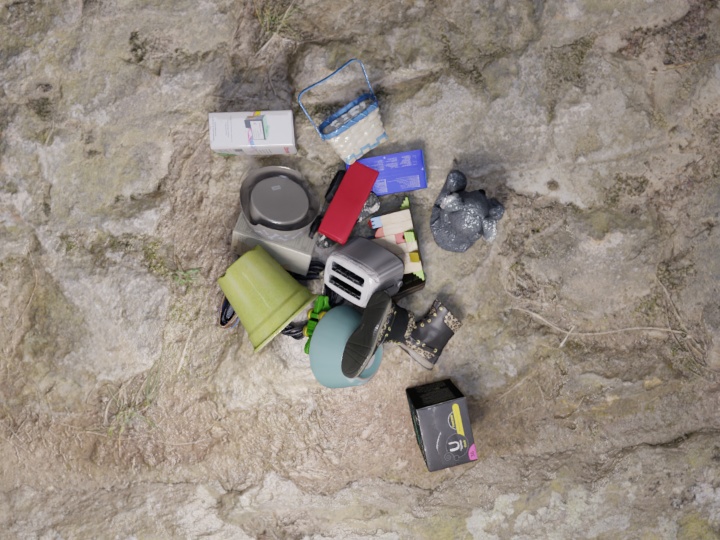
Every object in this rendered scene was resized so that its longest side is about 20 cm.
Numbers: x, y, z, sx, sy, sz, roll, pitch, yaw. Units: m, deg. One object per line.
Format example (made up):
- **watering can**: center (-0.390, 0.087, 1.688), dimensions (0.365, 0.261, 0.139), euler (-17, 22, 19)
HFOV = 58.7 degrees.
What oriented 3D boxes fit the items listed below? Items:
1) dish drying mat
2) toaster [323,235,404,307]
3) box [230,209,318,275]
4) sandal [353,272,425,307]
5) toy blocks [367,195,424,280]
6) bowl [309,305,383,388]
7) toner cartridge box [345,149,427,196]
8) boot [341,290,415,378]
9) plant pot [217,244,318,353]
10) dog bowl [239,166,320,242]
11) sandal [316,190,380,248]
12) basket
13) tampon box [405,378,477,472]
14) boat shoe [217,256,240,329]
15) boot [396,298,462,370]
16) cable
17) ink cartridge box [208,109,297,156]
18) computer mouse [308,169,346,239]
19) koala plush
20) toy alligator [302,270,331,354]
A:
- **dish drying mat**: center (-0.028, -0.165, 1.539), dimensions (0.075, 0.018, 0.204), euler (24, 75, 8)
- **toaster**: center (0.000, 0.000, 1.527), dimensions (0.197, 0.128, 0.116), euler (31, 124, 22)
- **box**: center (-0.208, -0.072, 1.557), dimensions (0.195, 0.079, 0.097), euler (19, 48, -3)
- **sandal**: center (0.071, 0.059, 1.610), dimensions (0.195, 0.082, 0.056), euler (-17, 129, -12)
- **toy blocks**: center (0.075, -0.067, 1.591), dimensions (0.133, 0.100, 0.206), euler (-11, 103, 11)
- **bowl**: center (-0.018, 0.193, 1.534), dimensions (0.197, 0.103, 0.208), euler (-8, 102, -43)
- **toner cartridge box**: center (0.064, -0.237, 1.599), dimensions (0.194, 0.043, 0.098), euler (-9, 94, -2)
- **boot**: center (0.047, 0.162, 1.470), dimensions (0.072, 0.153, 0.208), euler (24, 88, 37)
- **plant pot**: center (-0.227, 0.053, 1.481), dimensions (0.199, 0.200, 0.185), euler (-40, 92, 0)
- **dog bowl**: center (-0.195, -0.156, 1.534), dimensions (0.194, 0.059, 0.205), euler (9, 52, -11)
- **sandal**: center (-0.039, -0.123, 1.575), dimensions (0.199, 0.048, 0.076), euler (-37, 113, 14)
- **basket**: center (-0.037, -0.373, 1.529), dimensions (0.173, 0.140, 0.203), euler (-30, 121, -2)
- **tampon box**: center (0.194, 0.370, 1.559), dimensions (0.122, 0.200, 0.155), euler (-13, 94, -2)
- **boat shoe**: center (-0.298, 0.052, 1.580), dimensions (0.070, 0.072, 0.206), euler (19, 92, -4)
- **boot**: center (0.150, 0.135, 1.607), dimensions (0.199, 0.073, 0.151), euler (42, 91, -8)
- **cable**: center (-0.147, 0.074, 1.600), dimensions (0.199, 0.051, 0.164), euler (-39, 95, 0)
- **ink cartridge box**: center (-0.251, -0.326, 1.526), dimensions (0.193, 0.145, 0.087), euler (-2, 93, -3)
- **computer mouse**: center (-0.076, -0.160, 1.563), dimensions (0.034, 0.058, 0.204), euler (30, 69, -16)
- **koala plush**: center (0.255, -0.129, 1.536), dimensions (0.175, 0.200, 0.186), euler (35, 91, -5)
- **toy alligator**: center (-0.093, 0.105, 1.559), dimensions (0.053, 0.058, 0.206), euler (16, 85, -43)
